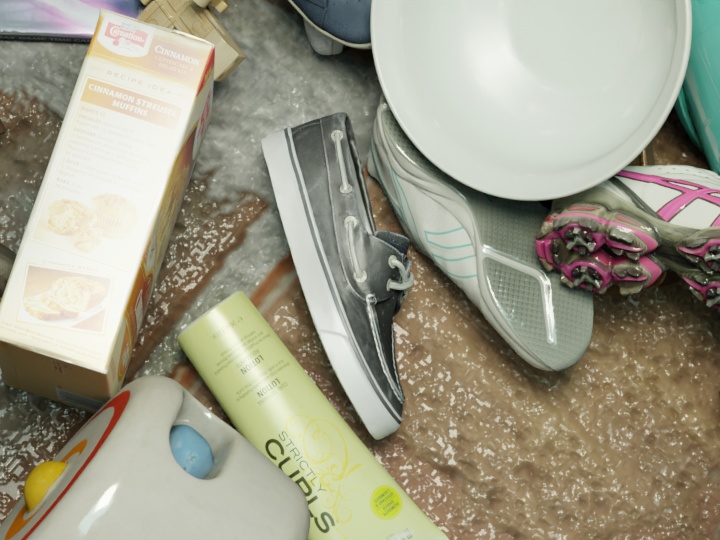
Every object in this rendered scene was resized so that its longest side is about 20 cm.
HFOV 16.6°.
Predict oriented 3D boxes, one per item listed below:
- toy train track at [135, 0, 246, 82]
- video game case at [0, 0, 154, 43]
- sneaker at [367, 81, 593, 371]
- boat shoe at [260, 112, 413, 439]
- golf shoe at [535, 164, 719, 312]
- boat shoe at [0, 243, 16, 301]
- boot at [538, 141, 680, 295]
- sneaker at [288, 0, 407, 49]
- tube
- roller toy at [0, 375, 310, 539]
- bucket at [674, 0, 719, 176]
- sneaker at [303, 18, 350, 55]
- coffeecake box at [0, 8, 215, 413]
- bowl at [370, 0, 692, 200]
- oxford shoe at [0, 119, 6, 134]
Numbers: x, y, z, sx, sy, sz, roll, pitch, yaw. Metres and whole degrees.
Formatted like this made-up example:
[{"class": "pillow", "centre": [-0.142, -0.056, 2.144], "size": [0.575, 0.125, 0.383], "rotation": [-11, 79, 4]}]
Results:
[{"class": "toy train track", "centre": [-0.141, -0.198, 1.509], "size": [0.115, 0.032, 0.200], "rotation": [-44, 71, 17]}, {"class": "video game case", "centre": [-0.199, -0.215, 1.555], "size": [0.198, 0.019, 0.144], "rotation": [2, 77, -4]}, {"class": "sneaker", "centre": [0.072, -0.022, 1.496], "size": [0.070, 0.080, 0.201], "rotation": [-27, 76, -25]}, {"class": "boat shoe", "centre": [0.000, 0.000, 1.489], "size": [0.067, 0.072, 0.201], "rotation": [-20, 72, 6]}, {"class": "golf shoe", "centre": [0.206, -0.026, 1.422], "size": [0.199, 0.073, 0.092], "rotation": [14, 51, 18]}, {"class": "boat shoe", "centre": [-0.294, -0.002, 1.471], "size": [0.199, 0.074, 0.074], "rotation": [13, 94, 17]}, {"class": "boot", "centre": [0.135, -0.082, 1.512], "size": [0.075, 0.074, 0.201], "rotation": [-13, 80, -19]}, {"class": "sneaker", "centre": [-0.043, -0.220, 1.464], "size": [0.075, 0.084, 0.201], "rotation": [-36, 83, 7]}, {"class": "tube", "centre": [-0.032, 0.105, 1.477], "size": [0.058, 0.052, 0.201], "rotation": [-38, 86, 30]}, {"class": "roller toy", "centre": [-0.132, 0.158, 1.380], "size": [0.140, 0.200, 0.183], "rotation": [41, 62, -9]}, {"class": "bucket", "centre": [0.278, -0.139, 1.477], "size": [0.206, 0.207, 0.136], "rotation": [-12, 78, -6]}, {"class": "sneaker", "centre": [0.011, -0.239, 1.547], "size": [0.114, 0.075, 0.202], "rotation": [-7, 83, -6]}, {"class": "coffeecake box", "centre": [-0.149, -0.030, 1.445], "size": [0.073, 0.154, 0.201], "rotation": [17, 77, 0]}, {"class": "bowl", "centre": [0.112, -0.146, 1.438], "size": [0.200, 0.090, 0.203], "rotation": [5, 101, 26]}, {"class": "oxford shoe", "centre": [-0.287, -0.086, 1.437], "size": [0.071, 0.200, 0.072], "rotation": [-19, 96, 27]}]
